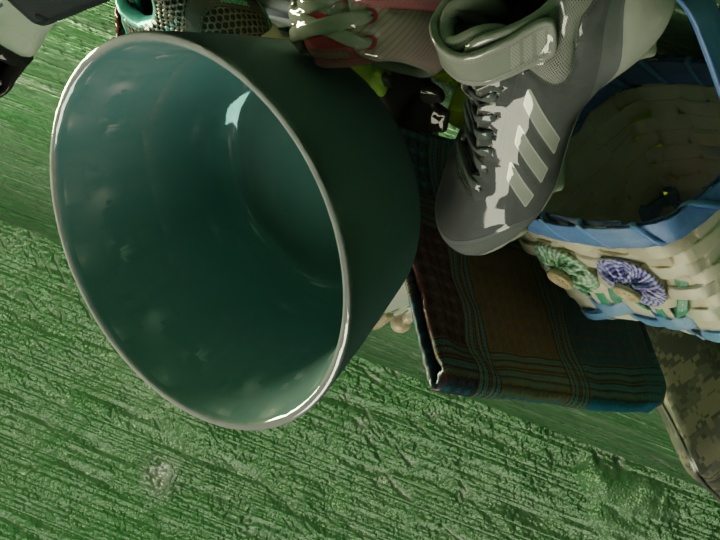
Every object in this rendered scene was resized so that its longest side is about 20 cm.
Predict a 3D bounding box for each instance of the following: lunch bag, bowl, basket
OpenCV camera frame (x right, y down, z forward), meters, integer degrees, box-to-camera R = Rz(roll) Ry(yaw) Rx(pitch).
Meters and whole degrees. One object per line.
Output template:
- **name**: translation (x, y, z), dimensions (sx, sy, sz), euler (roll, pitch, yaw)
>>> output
- **lunch bag**: translation (0.282, 0.061, 1.650), dimensions (0.167, 0.140, 0.200), euler (-27, 154, 12)
- **bowl**: translation (-0.047, -0.033, 1.240), dimensions (0.200, 0.202, 0.105), euler (15, -151, 39)
- **basket**: translation (0.142, -0.066, 1.272), dimensions (0.176, 0.139, 0.201), euler (10, 132, 54)

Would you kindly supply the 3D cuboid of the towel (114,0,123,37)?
- **towel**: translation (-0.095, -0.105, 1.622), dimensions (0.022, 0.148, 0.200), euler (-18, 152, 27)

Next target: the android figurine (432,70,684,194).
- **android figurine**: translation (0.133, -0.081, 1.485), dimensions (0.199, 0.041, 0.182), euler (23, 174, -25)

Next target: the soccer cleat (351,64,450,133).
- **soccer cleat**: translation (-0.006, -0.125, 1.318), dimensions (0.083, 0.065, 0.201), euler (24, 154, 24)

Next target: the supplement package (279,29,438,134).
- **supplement package**: translation (-0.040, -0.058, 1.532), dimensions (0.121, 0.120, 0.200), euler (-25, 164, 26)

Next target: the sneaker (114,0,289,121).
- **sneaker**: translation (-0.099, -0.139, 1.376), dimensions (0.091, 0.078, 0.200), euler (49, 166, -20)

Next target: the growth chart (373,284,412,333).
- **growth chart**: translation (0.000, 0.000, 1.415), dimensions (0.199, 0.018, 0.145), euler (0, 149, -45)

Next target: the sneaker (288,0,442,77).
- **sneaker**: translation (-0.013, -0.154, 1.157), dimensions (0.075, 0.105, 0.200), euler (16, 170, 45)

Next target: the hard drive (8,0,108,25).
- **hard drive**: translation (-0.142, -0.184, 1.162), dimensions (0.140, 0.033, 0.200), euler (44, 152, -23)

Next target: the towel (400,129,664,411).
- **towel**: translation (0.088, 0.002, 1.350), dimensions (0.022, 0.148, 0.199), euler (-26, 159, 34)

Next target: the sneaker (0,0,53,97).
- **sneaker**: translation (-0.235, -0.170, 1.505), dimensions (0.080, 0.116, 0.199), euler (28, -173, -36)

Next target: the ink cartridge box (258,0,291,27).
- **ink cartridge box**: translation (-0.095, -0.189, 1.370), dimensions (0.199, 0.041, 0.200), euler (25, 172, -23)

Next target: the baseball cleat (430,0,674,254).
- **baseball cleat**: translation (0.063, -0.085, 1.171), dimensions (0.106, 0.200, 0.070), euler (4, -134, -31)
